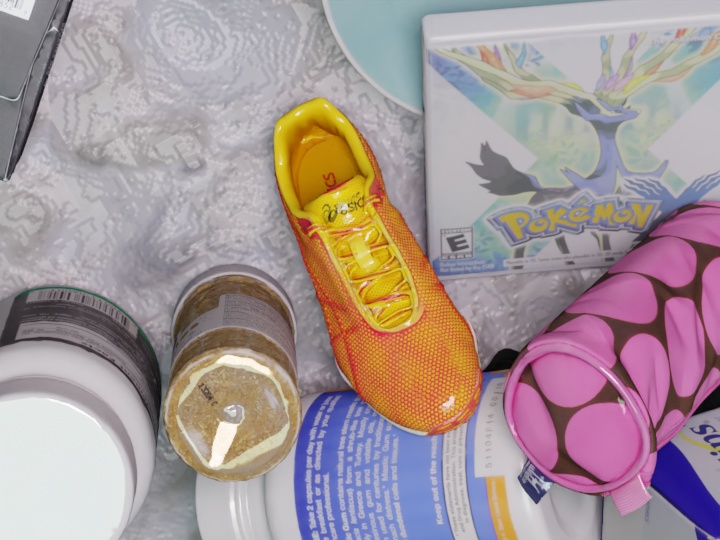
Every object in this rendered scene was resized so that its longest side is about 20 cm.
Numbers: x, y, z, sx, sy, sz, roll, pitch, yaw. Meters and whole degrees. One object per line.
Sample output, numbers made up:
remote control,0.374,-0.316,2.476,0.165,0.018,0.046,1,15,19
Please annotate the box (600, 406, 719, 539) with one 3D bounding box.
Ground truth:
box,0.231,0.160,1.373,0.200,0.105,0.184,-15,124,-24

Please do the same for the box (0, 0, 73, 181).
box,-0.249,-0.145,1.340,0.200,0.115,0.132,19,99,-8

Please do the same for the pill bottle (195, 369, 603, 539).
pill bottle,0.019,0.114,1.384,0.200,0.112,0.112,-7,104,25

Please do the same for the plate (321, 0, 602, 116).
plate,0.076,-0.164,1.332,0.200,0.026,0.200,-5,122,-8

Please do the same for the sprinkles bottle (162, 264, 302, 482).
sprinkles bottle,-0.064,0.049,1.344,0.068,0.200,0.068,-1,102,-3

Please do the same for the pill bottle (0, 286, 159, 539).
pill bottle,-0.160,0.083,1.340,0.113,0.200,0.113,0,102,-2

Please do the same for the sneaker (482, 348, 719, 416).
sneaker,0.162,0.057,1.424,0.200,0.076,0.088,-16,97,1

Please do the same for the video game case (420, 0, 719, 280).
video game case,0.132,-0.068,1.368,0.200,0.022,0.182,-4,138,-1

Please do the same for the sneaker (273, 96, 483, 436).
sneaker,0.000,0.000,1.349,0.073,0.077,0.200,-31,59,2

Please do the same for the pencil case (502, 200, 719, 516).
pencil case,0.149,0.040,1.323,0.094,0.200,0.091,47,131,4
